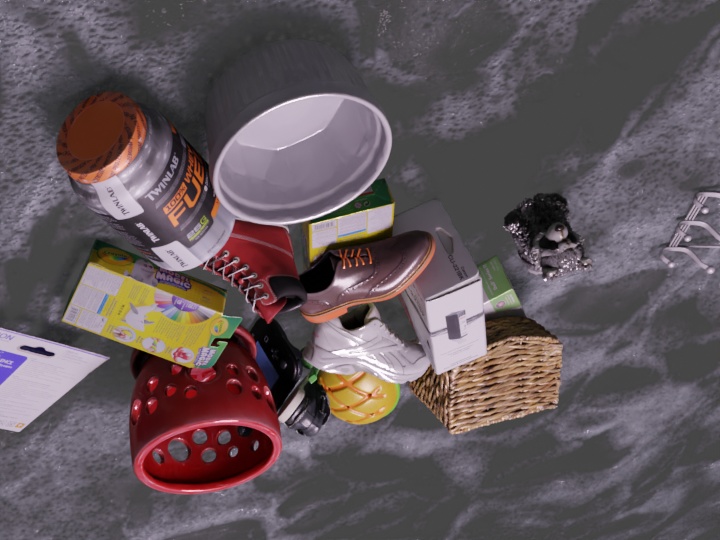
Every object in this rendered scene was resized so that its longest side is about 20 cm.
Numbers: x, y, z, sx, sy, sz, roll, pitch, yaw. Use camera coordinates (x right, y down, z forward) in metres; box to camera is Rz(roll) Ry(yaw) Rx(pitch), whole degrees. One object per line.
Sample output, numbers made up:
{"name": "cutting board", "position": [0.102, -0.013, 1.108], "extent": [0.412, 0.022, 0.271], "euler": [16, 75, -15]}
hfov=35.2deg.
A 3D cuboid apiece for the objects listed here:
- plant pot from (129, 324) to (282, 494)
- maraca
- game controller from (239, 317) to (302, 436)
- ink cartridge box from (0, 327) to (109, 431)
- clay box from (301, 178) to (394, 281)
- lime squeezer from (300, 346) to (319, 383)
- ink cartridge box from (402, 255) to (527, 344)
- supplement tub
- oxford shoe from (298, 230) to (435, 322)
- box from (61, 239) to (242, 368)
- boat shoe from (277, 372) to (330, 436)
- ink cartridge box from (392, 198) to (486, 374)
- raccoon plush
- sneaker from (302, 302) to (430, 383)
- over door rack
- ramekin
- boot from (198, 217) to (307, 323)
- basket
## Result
{"name": "plant pot", "position": [-0.214, 0.177, 1.524], "extent": [0.197, 0.184, 0.202], "euler": [-9, 143, -7]}
{"name": "maraca", "position": [-0.008, 0.151, 1.693], "extent": [0.135, 0.108, 0.202], "euler": [5, 132, 12]}
{"name": "game controller", "position": [-0.145, 0.155, 1.619], "extent": [0.042, 0.105, 0.201], "euler": [-24, 156, -45]}
{"name": "ink cartridge box", "position": [-0.459, 0.128, 1.451], "extent": [0.199, 0.044, 0.197], "euler": [-36, 145, 24]}
{"name": "clay box", "position": [-0.019, -0.029, 1.480], "extent": [0.113, 0.048, 0.201], "euler": [-14, 148, -12]}
{"name": "lime squeezer", "position": [-0.076, 0.139, 1.640], "extent": [0.038, 0.071, 0.200], "euler": [40, 163, -15]}
{"name": "ink cartridge box", "position": [0.139, 0.070, 1.695], "extent": [0.198, 0.068, 0.117], "euler": [-27, 148, 6]}
{"name": "supplement tub", "position": [-0.225, -0.093, 1.198], "extent": [0.121, 0.124, 0.200], "euler": [-28, 147, 9]}
{"name": "oxford shoe", "position": [0.000, 0.000, 1.425], "extent": [0.198, 0.072, 0.073], "euler": [-29, 142, 11]}
{"name": "box", "position": [-0.251, 0.047, 1.388], "extent": [0.198, 0.049, 0.118], "euler": [24, 131, -16]}
{"name": "boat shoe", "position": [-0.073, 0.197, 1.619], "extent": [0.075, 0.066, 0.199], "euler": [-52, -179, -3]}
{"name": "ink cartridge box", "position": [0.104, 0.023, 1.533], "extent": [0.083, 0.145, 0.201], "euler": [-22, 147, -6]}
{"name": "raccoon plush", "position": [0.277, -0.017, 1.588], "extent": [0.096, 0.135, 0.200], "euler": [-28, 147, 8]}
{"name": "sneaker", "position": [0.021, 0.096, 1.571], "extent": [0.198, 0.078, 0.101], "euler": [8, 106, -32]}
{"name": "over door rack", "position": [0.581, -0.067, 1.759], "extent": [0.197, 0.067, 0.149], "euler": [-9, 146, -19]}
{"name": "ramekin", "position": [-0.075, -0.153, 1.217], "extent": [0.197, 0.106, 0.201], "euler": [-16, 146, -11]}
{"name": "boot", "position": [-0.159, -0.005, 1.344], "extent": [0.198, 0.146, 0.073], "euler": [4, 142, -32]}
{"name": "basket", "position": [0.183, 0.133, 1.693], "extent": [0.197, 0.149, 0.145], "euler": [-11, 116, -20]}
